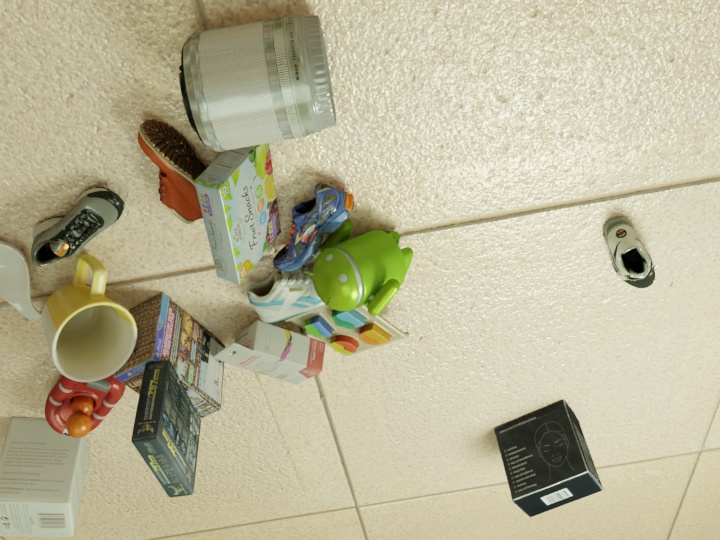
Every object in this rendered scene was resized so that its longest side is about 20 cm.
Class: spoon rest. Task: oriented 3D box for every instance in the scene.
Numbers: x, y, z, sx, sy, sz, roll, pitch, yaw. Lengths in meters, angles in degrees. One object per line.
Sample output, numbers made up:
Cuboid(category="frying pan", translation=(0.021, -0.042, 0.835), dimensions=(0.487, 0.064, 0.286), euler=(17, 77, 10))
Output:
Cuboid(category="spoon rest", translation=(-0.616, 0.023, 1.271), dimensions=(0.098, 0.061, 0.201), euler=(-16, 135, 9))

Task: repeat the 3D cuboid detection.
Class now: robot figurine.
Cuboid(category="robot figurine", translation=(0.000, 0.000, 1.258), dimensions=(0.198, 0.176, 0.117), euler=(-22, 150, -31))

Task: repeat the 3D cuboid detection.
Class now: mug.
Cuboid(category="mug", translation=(-0.492, 0.084, 1.284), dimensions=(0.188, 0.152, 0.149), euler=(-53, 134, -7))

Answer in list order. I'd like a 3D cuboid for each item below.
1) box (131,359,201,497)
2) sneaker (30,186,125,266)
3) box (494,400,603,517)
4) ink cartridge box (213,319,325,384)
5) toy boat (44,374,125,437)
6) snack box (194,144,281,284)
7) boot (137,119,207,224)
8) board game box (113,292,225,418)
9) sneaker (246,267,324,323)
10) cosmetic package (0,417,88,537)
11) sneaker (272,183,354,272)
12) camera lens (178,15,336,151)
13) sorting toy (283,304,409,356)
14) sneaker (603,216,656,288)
Cuboid(category="box", translation=(-0.342, 0.285, 1.268), dimensions=(0.050, 0.159, 0.202), euler=(-9, 136, 3))
Cuboid(category="sneaker", translation=(-0.473, -0.068, 1.189), dimensions=(0.198, 0.080, 0.074), euler=(-29, 129, 19))
Cuboid(category="box", translation=(0.456, 0.461, 1.737), dimensions=(0.198, 0.199, 0.124), euler=(-27, 133, 19))
Cuboid(category="ink cartridge box", translation=(-0.184, 0.162, 1.434), dimensions=(0.197, 0.069, 0.116), euler=(21, 149, -27))
Cuboid(category="toy boat", translation=(-0.584, 0.290, 1.486), dimensions=(0.129, 0.132, 0.200), euler=(26, 126, -28))
Cuboid(category="snack box", translation=(-0.192, -0.099, 1.146), dimensions=(0.052, 0.143, 0.202), euler=(18, 139, 20))
Cuboid(category="boot", translation=(-0.302, -0.150, 1.137), dimensions=(0.106, 0.076, 0.200), euler=(-22, 134, 21))
Cuboid(category="board game box", translation=(-0.364, 0.175, 1.382), dimensions=(0.096, 0.161, 0.200), euler=(-25, 132, 18))
Cuboid(category="sneaker", translation=(-0.120, 0.030, 1.332), dimensions=(0.197, 0.077, 0.081), euler=(-23, 128, 11))
Cuboid(category="cosmetic package", translation=(-0.714, 0.465, 1.591), dimensions=(0.163, 0.202, 0.169), euler=(5, 134, -13))
Cuboid(category="sneaker", translation=(-0.096, -0.079, 1.241), dimensions=(0.078, 0.076, 0.200), euler=(34, 117, -19))
Cuboid(category="camera lens", translation=(-0.141, -0.258, 0.986), dimensions=(0.196, 0.162, 0.162), euler=(-9, 135, 2))
Cuboid(category="sorting toy", translation=(-0.029, 0.118, 1.418), dimensions=(0.199, 0.037, 0.184), euler=(32, 143, -33))
Cuboid(category="sneaker", translation=(0.527, -0.008, 1.368), dimensions=(0.073, 0.089, 0.200), euler=(-30, 132, 20))
